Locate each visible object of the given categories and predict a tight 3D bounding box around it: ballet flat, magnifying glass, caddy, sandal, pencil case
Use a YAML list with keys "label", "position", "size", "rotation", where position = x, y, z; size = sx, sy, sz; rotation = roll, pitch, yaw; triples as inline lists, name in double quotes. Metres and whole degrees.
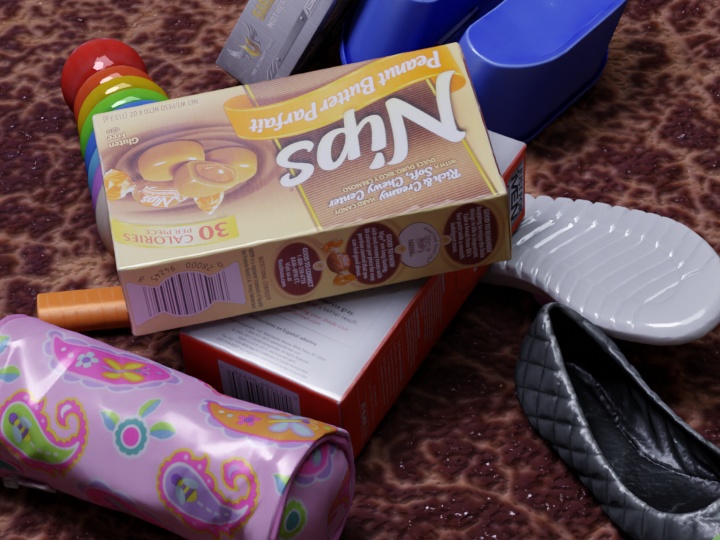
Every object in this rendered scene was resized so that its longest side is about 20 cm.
- label: "ballet flat"
  position: [0.140, 0.088, 1.146]
  size: [0.066, 0.057, 0.200]
  rotation: [-24, 43, -26]
- label: "magnifying glass"
  position: [-0.078, 0.016, 1.278]
  size: [0.199, 0.022, 0.080]
  rotation: [-4, 39, -7]
- label: "caddy"
  position: [0.078, -0.153, 1.429]
  size: [0.141, 0.105, 0.200]
  rotation: [40, 51, 12]
- label: "sandal"
  position: [0.128, 0.004, 1.262]
  size: [0.082, 0.050, 0.202]
  rotation: [-40, 36, -20]
- label: "pencil case"
  position: [-0.102, 0.088, 1.135]
  size: [0.199, 0.088, 0.087]
  rotation: [17, 41, 24]

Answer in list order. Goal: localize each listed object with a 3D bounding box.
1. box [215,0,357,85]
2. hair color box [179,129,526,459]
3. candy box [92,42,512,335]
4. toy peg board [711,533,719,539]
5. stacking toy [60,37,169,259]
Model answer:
- label: "box"
  position: [0.001, -0.215, 1.432]
  size: [0.048, 0.200, 0.158]
  rotation: [38, 46, 3]
- label: "hair color box"
  position: [0.000, 0.000, 1.228]
  size: [0.101, 0.061, 0.200]
  rotation: [22, 55, 22]
- label: "candy box"
  position: [-0.031, -0.043, 1.191]
  size: [0.199, 0.055, 0.116]
  rotation: [-11, 49, -4]
- label: "toy peg board"
  position: [0.254, 0.138, 0.964]
  size: [0.200, 0.098, 0.199]
  rotation: [-43, 42, 7]
- label: "stacking toy"
  position: [-0.131, -0.080, 1.361]
  size: [0.085, 0.086, 0.200]
  rotation: [-11, 33, -13]
